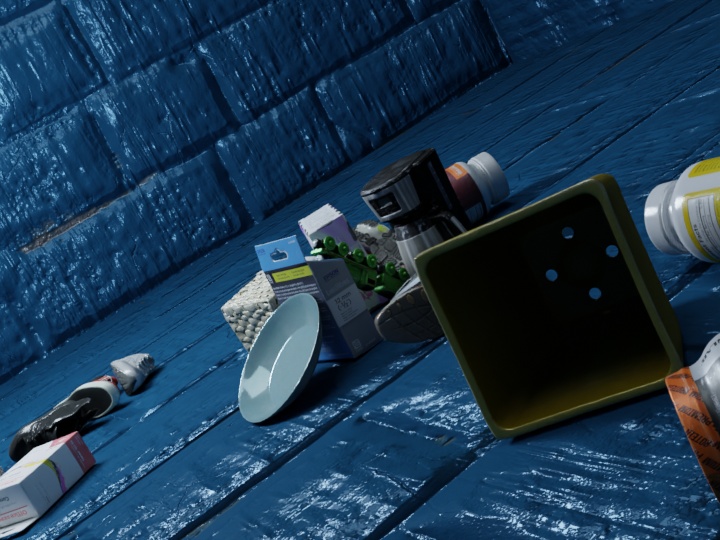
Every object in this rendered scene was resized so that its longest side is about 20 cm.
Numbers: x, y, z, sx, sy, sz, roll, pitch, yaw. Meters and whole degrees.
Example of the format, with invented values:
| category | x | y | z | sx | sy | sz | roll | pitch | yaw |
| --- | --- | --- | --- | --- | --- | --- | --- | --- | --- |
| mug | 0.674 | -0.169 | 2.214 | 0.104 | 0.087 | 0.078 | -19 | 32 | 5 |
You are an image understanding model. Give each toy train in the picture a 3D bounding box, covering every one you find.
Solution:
| category | x | y | z | sx | sy | sz | roll | pitch | yaw |
| --- | --- | --- | --- | --- | --- | --- | --- | --- | --- |
| toy train | 0.000 | 0.000 | 1.623 | 0.042 | 0.199 | 0.057 | -14 | 63 | 47 |

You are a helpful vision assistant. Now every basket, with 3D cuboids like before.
| category | x | y | z | sx | sy | sz | roll | pitch | yaw |
| --- | --- | --- | --- | --- | --- | --- | --- | --- | --- |
| basket | -0.123 | 0.072 | 1.698 | 0.123 | 0.136 | 0.199 | -40 | 15 | -29 |

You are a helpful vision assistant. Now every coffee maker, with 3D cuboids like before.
| category | x | y | z | sx | sy | sz | roll | pitch | yaw |
| --- | --- | --- | --- | --- | --- | --- | --- | --- | --- |
| coffee maker | 0.103 | -0.084 | 1.637 | 0.134 | 0.201 | 0.192 | -25 | 12 | 16 |

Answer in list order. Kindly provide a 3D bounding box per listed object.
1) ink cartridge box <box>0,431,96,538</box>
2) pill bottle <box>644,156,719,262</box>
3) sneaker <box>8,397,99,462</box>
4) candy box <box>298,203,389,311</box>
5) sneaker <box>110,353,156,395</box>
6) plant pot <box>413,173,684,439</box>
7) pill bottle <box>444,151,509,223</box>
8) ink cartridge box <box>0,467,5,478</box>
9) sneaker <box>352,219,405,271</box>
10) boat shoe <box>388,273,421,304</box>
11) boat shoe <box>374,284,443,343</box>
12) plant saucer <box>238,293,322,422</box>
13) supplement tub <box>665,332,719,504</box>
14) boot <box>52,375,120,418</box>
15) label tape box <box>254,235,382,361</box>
| category | x | y | z | sx | sy | sz | roll | pitch | yaw |
| --- | --- | --- | --- | --- | --- | --- | --- | --- | --- |
| ink cartridge box | -0.536 | 0.351 | 1.654 | 0.116 | 0.068 | 0.200 | -23 | 13 | 27 |
| pill bottle | 0.397 | -0.067 | 1.062 | 0.111 | 0.112 | 0.199 | -35 | 13 | -29 |
| sneaker | -0.600 | 0.313 | 1.991 | 0.199 | 0.060 | 0.104 | -38 | 20 | -9 |
| candy box | -0.030 | -0.020 | 1.768 | 0.071 | 0.169 | 0.200 | -31 | 12 | -3 |
| sneaker | -0.474 | 0.205 | 2.144 | 0.087 | 0.075 | 0.200 | -26 | 11 | -12 |
| plant pot | 0.201 | 0.015 | 1.012 | 0.193 | 0.197 | 0.200 | -23 | 6 | 26 |
| pill bottle | 0.169 | -0.129 | 1.891 | 0.199 | 0.115 | 0.114 | -32 | 11 | -9 |
| ink cartridge box | -0.684 | 0.391 | 1.695 | 0.199 | 0.129 | 0.125 | -36 | 13 | -33 |
| sneaker | 0.054 | -0.030 | 1.849 | 0.077 | 0.085 | 0.200 | -38 | 35 | -9 |
| boat shoe | 0.120 | 0.007 | 1.522 | 0.199 | 0.072 | 0.071 | -31 | 15 | 0 |
| boat shoe | 0.110 | 0.044 | 1.412 | 0.198 | 0.076 | 0.072 | -22 | 6 | -11 |
| plant saucer | -0.106 | 0.131 | 1.478 | 0.201 | 0.039 | 0.202 | -42 | 33 | 35 |
| supplement tub | 0.305 | 0.073 | 0.646 | 0.199 | 0.123 | 0.123 | -25 | 12 | 16 |
| boot | -0.531 | 0.246 | 2.109 | 0.199 | 0.073 | 0.144 | -25 | 10 | 39 |
| label tape box | -0.066 | 0.034 | 1.537 | 0.066 | 0.201 | 0.143 | -30 | 10 | -31 |
